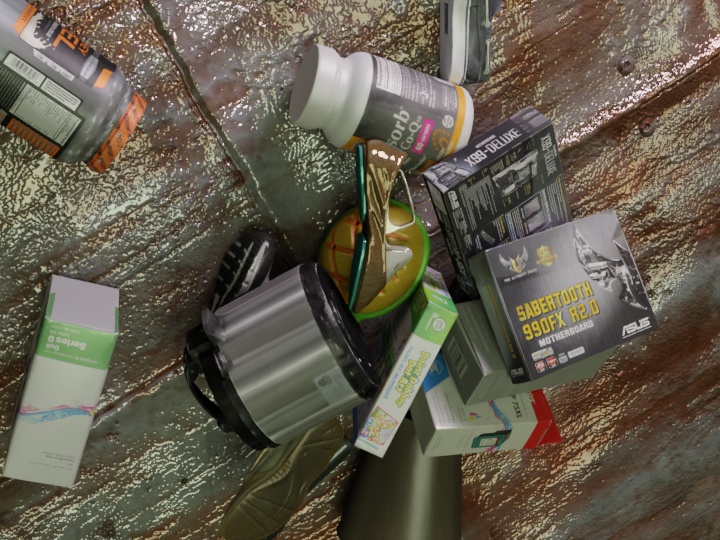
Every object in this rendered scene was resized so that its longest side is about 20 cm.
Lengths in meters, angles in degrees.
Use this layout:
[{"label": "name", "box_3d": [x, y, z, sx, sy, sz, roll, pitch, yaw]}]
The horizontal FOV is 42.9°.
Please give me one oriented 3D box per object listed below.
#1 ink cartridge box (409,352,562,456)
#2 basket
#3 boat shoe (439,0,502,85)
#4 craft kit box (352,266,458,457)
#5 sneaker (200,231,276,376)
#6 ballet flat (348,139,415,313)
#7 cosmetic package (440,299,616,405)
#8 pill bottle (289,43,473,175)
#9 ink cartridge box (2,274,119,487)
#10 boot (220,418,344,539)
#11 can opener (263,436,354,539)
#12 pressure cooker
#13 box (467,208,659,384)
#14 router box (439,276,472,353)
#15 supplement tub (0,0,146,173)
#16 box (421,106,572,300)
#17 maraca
[{"label": "ink cartridge box", "box_3d": [0.166, 0.168, 1.185, 0.198, 0.117, 0.068, -2, 139, -17]}, {"label": "basket", "box_3d": [0.067, 0.281, 1.258, 0.178, 0.136, 0.202, 10, 102, 8]}, {"label": "boat shoe", "box_3d": [0.136, -0.321, 1.091, 0.067, 0.072, 0.202, -5, 113, -12]}, {"label": "craft kit box", "box_3d": [0.049, 0.104, 1.150, 0.048, 0.200, 0.199, 22, 103, -6]}, {"label": "sneaker", "box_3d": [-0.144, 0.044, 1.151, 0.079, 0.074, 0.202, 13, 111, -31]}, {"label": "ballet flat", "box_3d": [0.026, -0.047, 1.051, 0.071, 0.068, 0.202, 2, 99, -7]}, {"label": "cosmetic package", "box_3d": [0.209, 0.091, 1.158, 0.198, 0.108, 0.091, -12, 148, -21]}, {"label": "pill bottle", "box_3d": [0.024, -0.189, 1.082, 0.198, 0.116, 0.117, 14, 105, -20]}, {"label": "ink cartridge box", "box_3d": [-0.348, 0.127, 1.072, 0.087, 0.145, 0.202, 13, 105, -19]}, {"label": "boot", "box_3d": [-0.119, 0.237, 1.173, 0.072, 0.155, 0.200, 40, 89, -31]}, {"label": "can opener", "box_3d": [-0.089, 0.293, 1.268, 0.200, 0.053, 0.066, -46, 149, 5]}, {"label": "pressure cooker", "box_3d": [-0.098, 0.104, 1.045, 0.199, 0.179, 0.177, -29, 86, 6]}, {"label": "box", "box_3d": [0.245, 0.028, 1.100, 0.198, 0.048, 0.160, -17, 84, -24]}, {"label": "router box", "box_3d": [0.188, 0.065, 1.256, 0.156, 0.052, 0.201, 26, 101, -23]}, {"label": "supplement tub", "box_3d": [-0.336, -0.198, 0.971, 0.199, 0.123, 0.123, 34, 97, -25]}, {"label": "box", "box_3d": [0.174, -0.074, 1.113, 0.157, 0.050, 0.201, -33, 133, -9]}, {"label": "maraca", "box_3d": [0.000, 0.000, 1.147, 0.200, 0.137, 0.107, -45, 158, 12]}]
